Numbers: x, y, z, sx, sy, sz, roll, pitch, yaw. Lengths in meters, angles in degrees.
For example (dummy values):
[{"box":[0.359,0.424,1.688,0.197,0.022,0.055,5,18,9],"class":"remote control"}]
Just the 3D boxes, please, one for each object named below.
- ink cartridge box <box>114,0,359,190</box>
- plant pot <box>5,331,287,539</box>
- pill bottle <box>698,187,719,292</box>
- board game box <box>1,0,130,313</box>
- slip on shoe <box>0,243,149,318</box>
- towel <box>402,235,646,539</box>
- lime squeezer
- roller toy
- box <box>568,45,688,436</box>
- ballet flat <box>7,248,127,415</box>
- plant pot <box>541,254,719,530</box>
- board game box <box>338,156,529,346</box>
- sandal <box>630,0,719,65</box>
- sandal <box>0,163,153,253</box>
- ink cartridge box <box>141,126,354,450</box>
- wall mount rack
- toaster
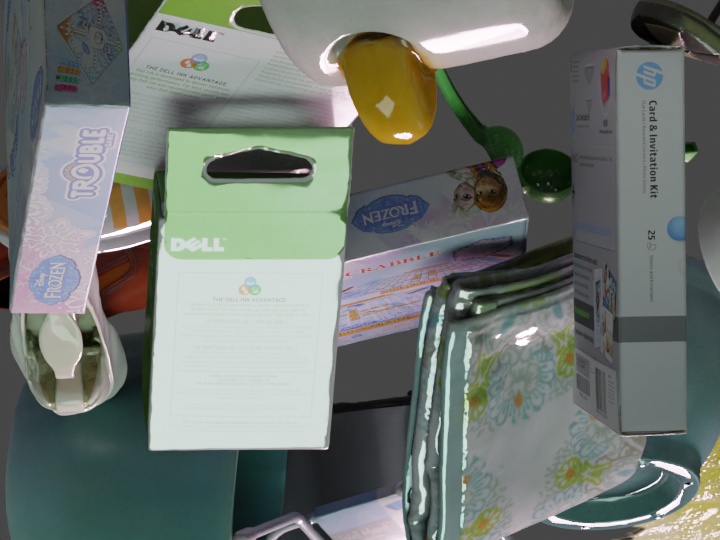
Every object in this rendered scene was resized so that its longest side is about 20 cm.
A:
[{"box":[-0.069,-0.120,1.426,0.147,0.076,0.200,11,147,-26],"class":"ink cartridge box"},{"box":[-0.142,0.131,1.772,0.160,0.202,0.201,5,153,7],"class":"plant pot"},{"box":[0.300,-0.046,1.574,0.113,0.115,0.200,18,144,-36],"class":"pill bottle"},{"box":[-0.144,-0.112,1.294,0.043,0.200,0.200,2,152,-12],"class":"board game box"},{"box":[-0.160,0.007,1.666,0.199,0.062,0.074,7,149,-23],"class":"slip on shoe"},{"box":[0.107,0.072,1.607,0.170,0.048,0.201,-17,130,-30],"class":"towel"},{"box":[0.103,-0.071,1.580,0.199,0.038,0.071,17,146,-32],"class":"lime squeezer"},{"box":[0.013,-0.178,1.207,0.139,0.183,0.201,-10,127,13],"class":"roller toy"},{"box":[0.144,-0.019,1.458,0.041,0.202,0.156,-2,-177,-5],"class":"box"},{"box":[-0.178,0.045,1.604,0.069,0.070,0.201,-4,146,-1],"class":"ballet flat"},{"box":[0.161,0.091,1.791,0.198,0.135,0.201,-4,153,-2],"class":"plant pot"},{"box":[0.000,0.000,1.606,0.198,0.041,0.200,-13,165,-2],"class":"board game box"},{"box":[0.223,-0.136,1.458,0.200,0.058,0.080,0,-165,-41],"class":"sandal"},{"box":[-0.116,-0.061,1.535,0.205,0.080,0.059,-8,140,-18],"class":"sandal"},{"box":[-0.063,0.000,1.466,0.103,0.059,0.201,0,119,-8],"class":"ink cartridge box"},{"box":[0.014,0.170,1.721,0.199,0.075,0.174,-19,137,21],"class":"wall mount rack"},{"box":[-0.014,0.173,1.939,0.179,0.120,0.200,-9,152,7],"class":"toaster"}]
